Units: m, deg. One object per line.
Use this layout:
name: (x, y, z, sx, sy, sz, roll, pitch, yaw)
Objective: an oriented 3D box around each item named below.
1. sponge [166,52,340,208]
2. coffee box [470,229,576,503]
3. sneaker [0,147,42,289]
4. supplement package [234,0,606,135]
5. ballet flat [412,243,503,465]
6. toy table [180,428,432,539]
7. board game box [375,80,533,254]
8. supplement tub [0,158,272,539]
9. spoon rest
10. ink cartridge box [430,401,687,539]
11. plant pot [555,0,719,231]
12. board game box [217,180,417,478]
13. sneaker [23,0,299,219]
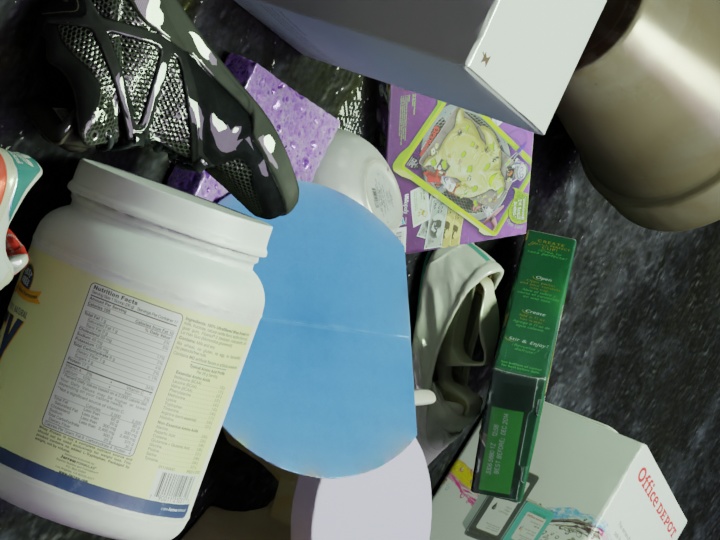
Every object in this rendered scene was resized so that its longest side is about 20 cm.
sponge: (-0.090, -0.033, 1.514, 0.112, 0.030, 0.200, 34, 80, -56)
coffee box: (0.125, 0.071, 1.774, 0.200, 0.044, 0.123, -71, 171, -55)
sneaker: (-0.228, 0.016, 1.268, 0.093, 0.070, 0.200, -9, 131, -41)
supplement package: (0.037, -0.183, 1.457, 0.120, 0.200, 0.121, 34, 80, -56)
ballet flat: (0.068, 0.075, 1.766, 0.069, 0.069, 0.200, -12, 117, -52)
toy table: (-0.034, 0.158, 1.621, 0.184, 0.117, 0.200, -40, 138, -37)
board game box: (0.069, -0.111, 1.655, 0.120, 0.032, 0.200, -7, 119, -19)
supplement tub: (-0.142, 0.047, 1.379, 0.145, 0.145, 0.200, 16, 94, -57)
spoon rest: (0.000, 0.000, 1.595, 0.099, 0.061, 0.200, 3, 73, -60)
ink cartridge box: (0.145, 0.229, 1.886, 0.200, 0.146, 0.147, -56, 144, -18)
plant pot: (0.218, -0.155, 1.764, 0.173, 0.200, 0.200, 34, 79, -40)
board game box: (-0.043, 0.041, 1.502, 0.158, 0.039, 0.200, 8, 68, -31)
sneaker: (-0.124, -0.085, 1.367, 0.114, 0.076, 0.199, -48, 120, -16)
